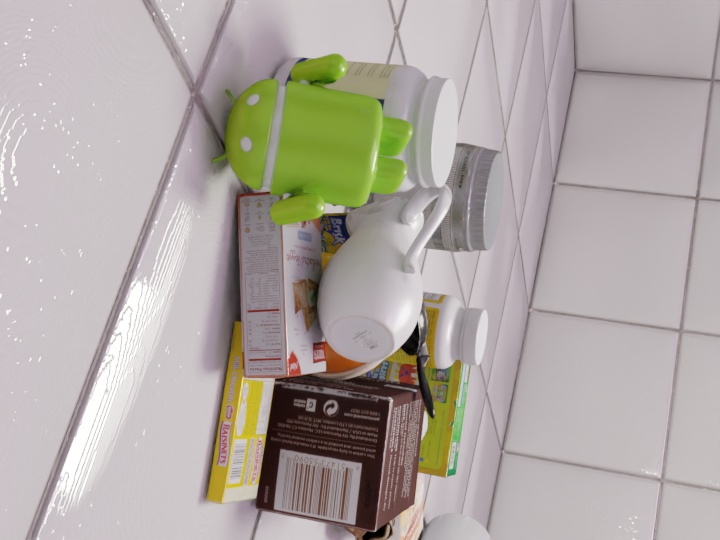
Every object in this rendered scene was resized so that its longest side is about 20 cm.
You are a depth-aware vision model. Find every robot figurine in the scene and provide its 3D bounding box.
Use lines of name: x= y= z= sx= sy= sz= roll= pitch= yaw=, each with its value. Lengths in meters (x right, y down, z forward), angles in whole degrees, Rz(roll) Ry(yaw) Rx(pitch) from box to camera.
robot figurine: x=-0.050 y=-0.131 z=1.109 sx=0.116 sy=0.198 sz=0.177 roll=129 pitch=-30 yaw=-78

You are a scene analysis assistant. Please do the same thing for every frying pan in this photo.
frying pan: x=0.074 y=0.083 z=1.397 sx=0.116 sy=0.031 sz=0.191 roll=99 pitch=-29 yaw=-50

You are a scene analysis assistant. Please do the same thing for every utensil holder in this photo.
utensil holder: x=0.188 y=0.638 z=2.273 sx=0.200 sy=0.168 sz=0.172 roll=-57 pitch=150 yaw=-58

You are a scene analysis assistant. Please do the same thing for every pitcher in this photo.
pitcher: x=0.033 y=-0.006 z=1.245 sx=0.121 sy=0.171 sz=0.201 roll=36 pitch=43 yaw=-21

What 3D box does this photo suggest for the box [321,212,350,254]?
box: x=0.000 y=0.000 z=1.470 sx=0.200 sy=0.064 sz=0.071 roll=56 pitch=39 yaw=-55

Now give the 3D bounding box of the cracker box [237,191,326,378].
cracker box: x=-0.087 y=0.018 z=1.216 sx=0.134 sy=0.057 sz=0.202 roll=8 pitch=80 yaw=-74

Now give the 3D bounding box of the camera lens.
camera lens: x=0.102 y=-0.113 z=1.598 sx=0.160 sy=0.198 sz=0.162 roll=8 pitch=90 yaw=-73

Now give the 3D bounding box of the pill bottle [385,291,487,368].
pill bottle: x=0.089 y=0.089 z=1.643 sx=0.112 sy=0.198 sz=0.114 roll=8 pitch=90 yaw=-73

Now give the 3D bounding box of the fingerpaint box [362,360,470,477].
fingerpaint box: x=0.083 y=0.218 z=1.734 sx=0.073 sy=0.165 sz=0.202 roll=21 pitch=76 yaw=-71

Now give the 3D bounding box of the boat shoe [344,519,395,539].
boat shoe: x=0.016 y=0.408 z=1.721 sx=0.076 sy=0.072 sz=0.200 roll=-44 pitch=154 yaw=3

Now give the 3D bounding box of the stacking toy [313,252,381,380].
stacking toy: x=-0.043 y=0.025 z=1.358 sx=0.201 sy=0.145 sz=0.147 roll=62 pitch=35 yaw=-34

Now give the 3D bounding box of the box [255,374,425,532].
box: x=-0.020 y=0.227 z=1.393 sx=0.200 sy=0.164 sz=0.166 roll=6 pitch=90 yaw=-74

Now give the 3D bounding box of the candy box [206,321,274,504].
candy box: x=-0.132 y=0.163 z=1.234 sx=0.102 sy=0.026 sz=0.202 roll=29 pitch=69 yaw=-74

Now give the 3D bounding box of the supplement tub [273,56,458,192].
supplement tub: x=0.003 y=-0.167 z=1.241 sx=0.145 sy=0.198 sz=0.147 roll=7 pitch=90 yaw=-73

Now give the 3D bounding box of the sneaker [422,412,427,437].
sneaker: x=0.016 y=0.229 z=1.558 sx=0.199 sy=0.078 sz=0.100 roll=-25 pitch=99 yaw=-35

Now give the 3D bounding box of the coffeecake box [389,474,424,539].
coffeecake box: x=0.061 y=0.407 z=1.908 sx=0.154 sy=0.072 sz=0.202 roll=-47 pitch=141 yaw=-61
